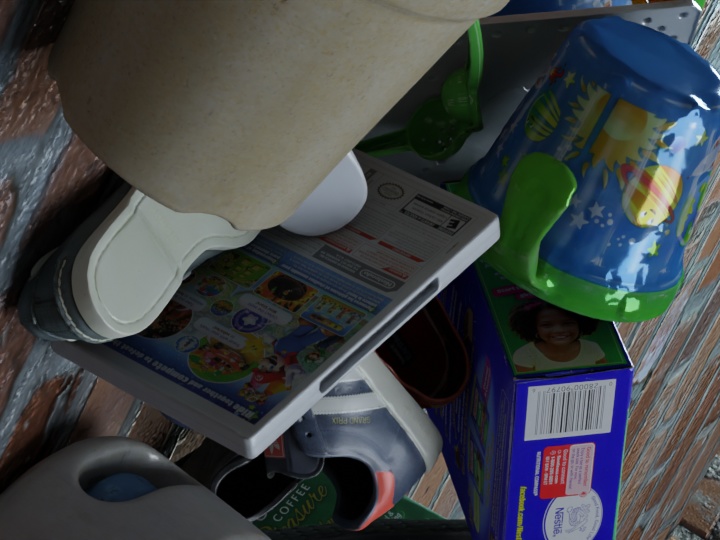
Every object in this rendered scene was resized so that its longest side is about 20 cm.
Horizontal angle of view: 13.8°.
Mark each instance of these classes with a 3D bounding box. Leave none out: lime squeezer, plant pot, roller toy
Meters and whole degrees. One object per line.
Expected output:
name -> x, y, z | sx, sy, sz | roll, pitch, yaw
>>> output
lime squeezer -> 0.039, -0.096, 1.665 | 0.200, 0.070, 0.038 | -39, -147, 52
plant pot -> -0.040, -0.127, 1.312 | 0.184, 0.200, 0.200 | -53, 168, 27
roller toy -> -0.141, 0.191, 1.629 | 0.182, 0.140, 0.200 | -44, 151, -21

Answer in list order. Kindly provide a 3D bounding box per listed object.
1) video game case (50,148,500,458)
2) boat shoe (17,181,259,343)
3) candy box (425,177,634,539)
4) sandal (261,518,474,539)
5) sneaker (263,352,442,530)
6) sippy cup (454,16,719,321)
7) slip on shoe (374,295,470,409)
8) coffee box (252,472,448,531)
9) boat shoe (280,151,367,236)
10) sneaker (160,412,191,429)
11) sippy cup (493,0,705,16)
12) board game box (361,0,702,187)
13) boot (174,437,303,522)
video game case -> -0.043, 0.006, 1.550 | 0.200, 0.143, 0.018 | -41, 141, -32
boat shoe -> -0.108, -0.023, 1.522 | 0.062, 0.073, 0.200 | -17, -161, 34
candy box -> 0.095, 0.066, 1.746 | 0.200, 0.077, 0.170 | -110, -162, -52
sandal -> 0.010, 0.177, 1.804 | 0.075, 0.199, 0.048 | -104, -171, -87
sneaker -> -0.038, 0.065, 1.659 | 0.085, 0.200, 0.075 | -51, -157, -21
sippy cup -> 0.137, -0.063, 1.646 | 0.178, 0.139, 0.131 | -99, -150, -59
slip on shoe -> 0.000, 0.000, 1.680 | 0.074, 0.061, 0.200 | -44, 116, -20
coffee box -> 0.013, 0.199, 1.850 | 0.123, 0.199, 0.044 | -48, 153, -34
boat shoe -> -0.047, -0.104, 1.507 | 0.072, 0.068, 0.200 | -23, 138, 4
sneaker -> -0.043, 0.033, 1.747 | 0.200, 0.074, 0.082 | -31, -171, -25
sippy cup -> 0.120, -0.179, 1.782 | 0.130, 0.139, 0.179 | -25, 120, -46
board game box -> 0.083, -0.096, 1.743 | 0.199, 0.026, 0.200 | -6, 149, -11
boot -> -0.036, 0.090, 1.795 | 0.200, 0.070, 0.132 | -52, -168, -27
